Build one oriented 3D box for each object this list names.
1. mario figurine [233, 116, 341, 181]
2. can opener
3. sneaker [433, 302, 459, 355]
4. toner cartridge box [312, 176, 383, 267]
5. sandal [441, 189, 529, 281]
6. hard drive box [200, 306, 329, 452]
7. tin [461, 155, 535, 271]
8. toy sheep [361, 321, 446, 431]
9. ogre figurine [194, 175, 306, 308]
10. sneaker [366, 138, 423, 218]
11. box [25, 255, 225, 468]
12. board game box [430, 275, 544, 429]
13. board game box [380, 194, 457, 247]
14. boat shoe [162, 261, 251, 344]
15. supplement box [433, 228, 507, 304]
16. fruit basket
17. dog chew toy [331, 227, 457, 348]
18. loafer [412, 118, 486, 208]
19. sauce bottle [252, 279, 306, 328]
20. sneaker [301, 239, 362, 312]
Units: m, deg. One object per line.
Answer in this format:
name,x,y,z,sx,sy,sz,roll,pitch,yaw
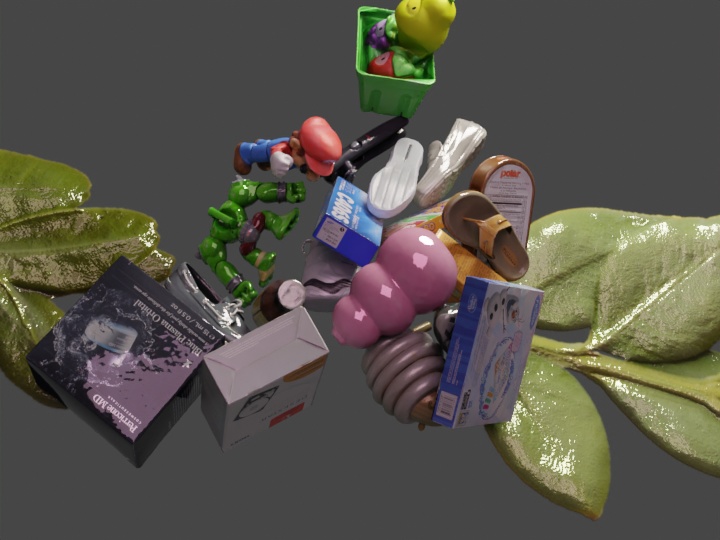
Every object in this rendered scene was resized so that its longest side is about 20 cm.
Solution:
mario figurine,-0.108,-0.167,1.536,0.106,0.197,0.125,52,55,-32
can opener,0.006,-0.205,1.639,0.198,0.064,0.079,-34,73,-23
sneaker,0.139,0.085,1.441,0.078,0.199,0.076,30,92,27
toner cartridge box,-0.014,-0.077,1.506,0.094,0.044,0.201,32,20,-9
sandal,0.203,-0.050,1.506,0.200,0.054,0.081,42,83,-30
hard drive box,-0.136,0.152,1.355,0.154,0.201,0.078,-26,70,-20
tin,0.220,-0.078,1.561,0.110,0.042,0.205,-1,103,-32
toy sheep,0.069,0.146,1.441,0.136,0.139,0.201,-27,57,-21
ogre figurine,-0.172,-0.061,1.510,0.118,0.098,0.203,27,104,9
sneaker,0.058,-0.132,1.580,0.072,0.072,0.201,20,41,8
box,-0.322,0.126,1.383,0.195,0.118,0.201,35,64,8
board game box,0.183,0.116,1.398,0.043,0.198,0.204,16,94,33
board game box,0.117,-0.083,1.582,0.197,0.095,0.031,-22,102,-21
boat shoe,-0.206,0.062,1.453,0.198,0.073,0.062,35,92,13
supplement box,0.173,0.028,1.523,0.199,0.067,0.069,37,53,-8
fruit basket,0.070,-0.386,1.645,0.152,0.217,0.220,7,62,-6
dog chew toy,0.041,0.033,1.398,0.199,0.125,0.125,-39,74,-5
loafer,0.138,-0.181,1.653,0.069,0.071,0.200,32,55,14
sauce bottle,-0.113,0.049,1.408,0.065,0.200,0.068,2,82,-14
sneaker,0.000,0.000,1.527,0.195,0.075,0.117,-1,66,-8
